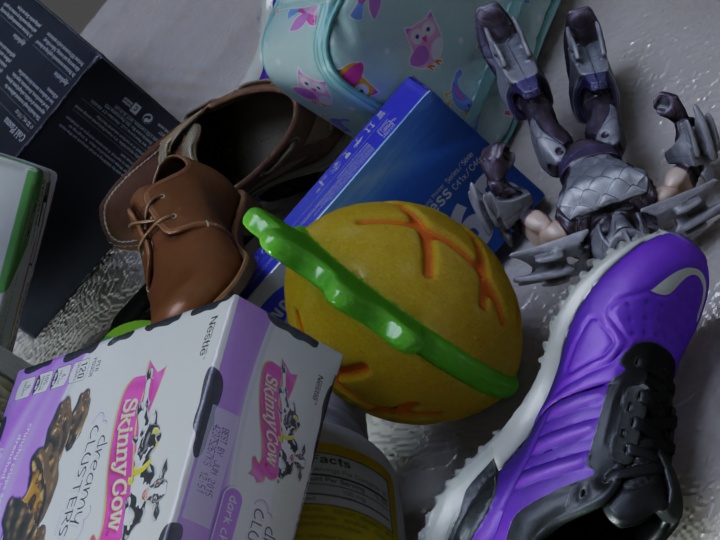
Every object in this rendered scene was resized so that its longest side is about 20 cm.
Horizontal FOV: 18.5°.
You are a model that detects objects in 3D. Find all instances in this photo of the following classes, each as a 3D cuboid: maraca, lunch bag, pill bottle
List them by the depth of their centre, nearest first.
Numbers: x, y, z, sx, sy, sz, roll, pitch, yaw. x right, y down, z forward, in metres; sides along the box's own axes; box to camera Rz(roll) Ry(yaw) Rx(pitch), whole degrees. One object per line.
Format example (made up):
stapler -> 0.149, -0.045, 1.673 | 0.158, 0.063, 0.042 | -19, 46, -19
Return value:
maraca -> 0.013, 0.017, 1.105 | 0.137, 0.200, 0.107 | 34, 94, 26
pill bottle -> -0.030, 0.146, 1.106 | 0.111, 0.111, 0.201 | -33, 37, 24
lunch bag -> 0.044, -0.166, 1.277 | 0.077, 0.160, 0.201 | 2, 66, 55

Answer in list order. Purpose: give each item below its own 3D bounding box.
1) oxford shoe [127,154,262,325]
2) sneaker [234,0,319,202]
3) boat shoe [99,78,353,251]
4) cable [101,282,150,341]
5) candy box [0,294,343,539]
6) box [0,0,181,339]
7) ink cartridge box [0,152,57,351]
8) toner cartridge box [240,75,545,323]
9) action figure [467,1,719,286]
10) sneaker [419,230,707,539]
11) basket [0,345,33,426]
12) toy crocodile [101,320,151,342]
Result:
oxford shoe -> -0.101, -0.009, 1.204 | 0.071, 0.071, 0.200 | -44, 17, 14
sneaker -> -0.023, -0.130, 1.401 | 0.099, 0.069, 0.201 | 4, 67, 45
boat shoe -> -0.091, -0.069, 1.333 | 0.200, 0.072, 0.076 | -30, 75, 31
cable -> -0.146, 0.063, 1.389 | 0.200, 0.050, 0.097 | -45, 29, 26
candy box -> -0.112, 0.117, 1.070 | 0.200, 0.071, 0.168 | -19, 48, 48
box -> -0.239, -0.082, 1.563 | 0.182, 0.104, 0.200 | -49, 34, 0
ink cartridge box -> -0.247, -0.004, 1.357 | 0.200, 0.084, 0.146 | -155, 80, -85
toner cartridge box -> 0.000, 0.000, 1.217 | 0.200, 0.095, 0.043 | -49, 21, 3
action figure -> 0.115, -0.064, 1.155 | 0.129, 0.070, 0.200 | -11, 41, -4
sneaker -> 0.120, 0.081, 1.030 | 0.099, 0.070, 0.201 | 29, 84, 48
basket -> -0.205, 0.142, 1.239 | 0.135, 0.200, 0.124 | -41, 42, 14
toy crocodile -> -0.091, 0.049, 1.267 | 0.062, 0.068, 0.200 | 10, 36, 36
